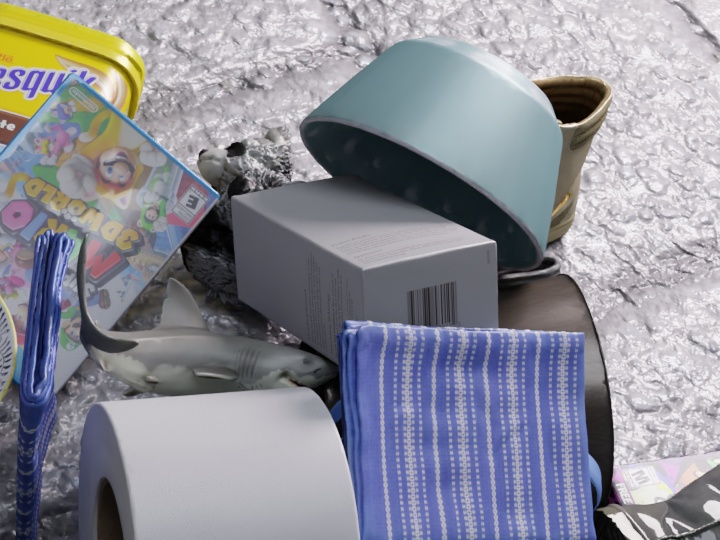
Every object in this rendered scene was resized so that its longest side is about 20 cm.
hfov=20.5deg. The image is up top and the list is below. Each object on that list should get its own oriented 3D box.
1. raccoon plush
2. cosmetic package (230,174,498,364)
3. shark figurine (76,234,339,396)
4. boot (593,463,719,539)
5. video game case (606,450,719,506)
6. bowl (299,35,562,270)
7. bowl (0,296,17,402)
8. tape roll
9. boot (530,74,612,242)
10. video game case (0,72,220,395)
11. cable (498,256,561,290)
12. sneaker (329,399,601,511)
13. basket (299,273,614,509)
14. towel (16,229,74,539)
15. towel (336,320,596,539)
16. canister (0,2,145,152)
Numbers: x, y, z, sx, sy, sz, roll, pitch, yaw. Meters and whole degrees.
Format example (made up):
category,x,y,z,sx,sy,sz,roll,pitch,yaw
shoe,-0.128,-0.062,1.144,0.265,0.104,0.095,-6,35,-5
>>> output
category,x,y,z,sx,sy,sz,roll,pitch,yaw
raccoon plush,-0.056,-0.018,1.545,0.200,0.097,0.134,51,33,-9
cosmetic package,0.000,0.000,1.366,0.107,0.085,0.200,-12,20,-25
shark figurine,-0.131,0.040,1.310,0.214,0.128,0.090,19,60,-43
boot,0.277,0.201,1.380,0.199,0.073,0.182,-11,54,-29
video game case,0.286,0.218,1.429,0.181,0.036,0.200,-5,50,-19
bowl,0.066,-0.096,1.441,0.200,0.201,0.105,27,78,10
bowl,-0.336,0.078,1.346,0.200,0.094,0.201,8,47,-9
tape roll,-0.092,0.177,1.249,0.139,0.203,0.203,-3,49,-17
boot,0.107,-0.069,1.559,0.200,0.156,0.073,-21,57,-30
video game case,-0.218,-0.023,1.435,0.143,0.018,0.200,40,77,-4
cable,0.077,0.026,1.492,0.200,0.097,0.051,-17,99,-41
sneaker,0.071,0.142,1.319,0.199,0.070,0.078,14,30,-13
basket,0.062,0.095,1.417,0.199,0.136,0.181,-4,65,-13
towel,-0.206,0.089,1.288,0.024,0.200,0.145,5,48,-7
towel,0.071,0.106,1.272,0.199,0.024,0.145,3,79,-34
canister,-0.263,-0.101,1.536,0.148,0.087,0.200,17,48,-2
